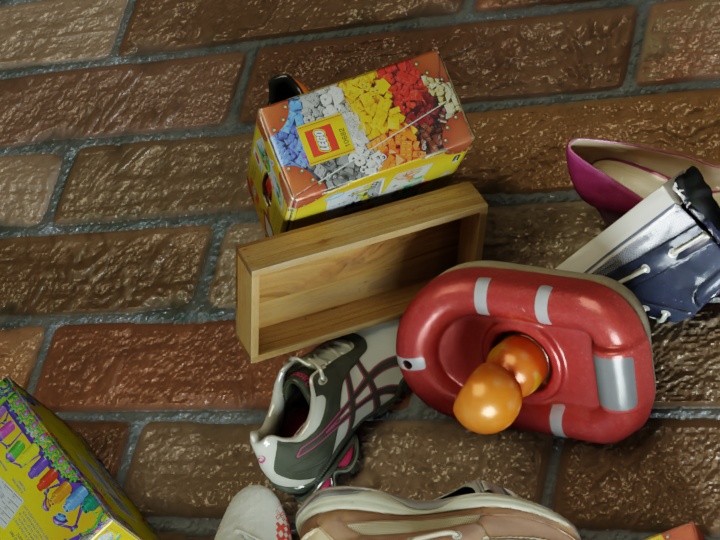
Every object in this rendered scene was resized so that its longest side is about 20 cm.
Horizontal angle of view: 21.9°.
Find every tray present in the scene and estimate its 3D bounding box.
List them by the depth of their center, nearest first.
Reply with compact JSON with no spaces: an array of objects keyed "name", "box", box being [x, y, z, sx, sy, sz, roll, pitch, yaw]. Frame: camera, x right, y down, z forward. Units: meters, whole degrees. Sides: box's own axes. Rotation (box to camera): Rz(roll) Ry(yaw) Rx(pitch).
[{"name":"tray","box":[0.000,0.000,1.453,0.200,0.099,0.037,-17,47,-20]}]

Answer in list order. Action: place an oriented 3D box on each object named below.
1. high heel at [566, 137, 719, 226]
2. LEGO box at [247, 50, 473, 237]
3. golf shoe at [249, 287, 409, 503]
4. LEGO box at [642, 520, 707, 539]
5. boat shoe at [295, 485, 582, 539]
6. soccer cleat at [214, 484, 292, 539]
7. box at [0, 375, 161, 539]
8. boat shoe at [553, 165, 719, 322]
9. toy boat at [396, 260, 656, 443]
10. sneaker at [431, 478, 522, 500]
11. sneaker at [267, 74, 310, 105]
[{"name":"high heel","box":[0.255,-0.066,1.414,0.200,0.096,0.067,11,65,35]},{"name":"LEGO box","box":[-0.006,-0.087,1.477,0.149,0.200,0.077,-19,80,-10]},{"name":"golf shoe","box":[-0.016,0.087,1.479,0.077,0.088,0.200,12,63,37]},{"name":"LEGO box","box":[0.163,0.280,1.247,0.200,0.077,0.149,-24,50,14]},{"name":"boat shoe","box":[0.054,0.200,1.281,0.200,0.076,0.072,2,44,0]},{"name":"soccer cleat","box":[-0.098,0.249,1.417,0.068,0.085,0.200,-7,56,27]},{"name":"box","box":[-0.284,0.232,1.514,0.193,0.122,0.200,-43,49,-2]},{"name":"boat shoe","box":[0.203,0.014,1.409,0.200,0.075,0.093,-41,84,34]},{"name":"toy boat","box":[0.110,0.074,1.365,0.200,0.131,0.131,7,30,35]},{"name":"sneaker","box":[0.027,0.211,1.370,0.200,0.082,0.075,-36,48,5]},{"name":"sneaker","box":[-0.061,-0.080,1.615,0.070,0.090,0.200,-16,52,21]}]
